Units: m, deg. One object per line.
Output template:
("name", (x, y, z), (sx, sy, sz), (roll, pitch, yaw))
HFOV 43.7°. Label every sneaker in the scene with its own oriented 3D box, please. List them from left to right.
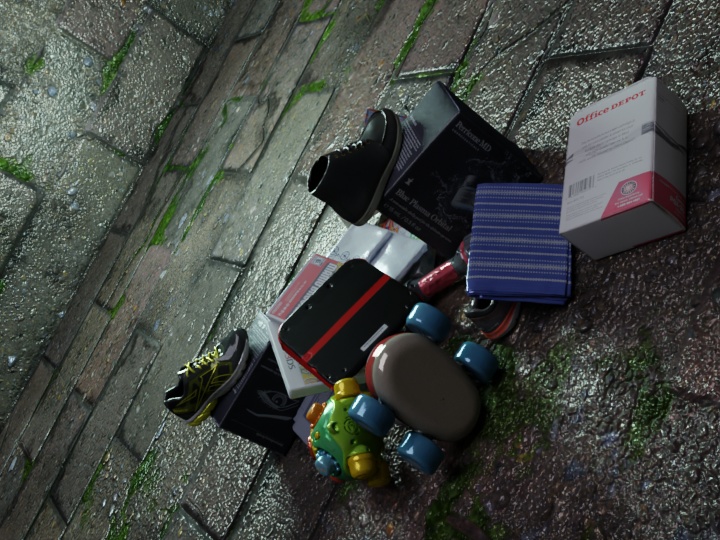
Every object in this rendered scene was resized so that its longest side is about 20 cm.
("sneaker", (-0.266, 0.179, 1.554), (0.201, 0.084, 0.074), (-56, 30, 7))
("sneaker", (-0.006, -0.178, 1.355), (0.074, 0.106, 0.202), (-14, 53, 49))
("sneaker", (0.205, -0.006, 1.298), (0.077, 0.082, 0.202), (-7, 57, 54))

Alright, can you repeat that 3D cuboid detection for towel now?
("towel", (0.228, -0.041, 1.278), (0.143, 0.024, 0.202), (3, 56, 12))

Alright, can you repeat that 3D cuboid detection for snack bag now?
("snack bag", (0.000, 0.000, 1.528), (0.189, 0.021, 0.199), (-49, 38, -15))

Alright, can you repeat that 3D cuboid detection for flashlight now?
("flashlight", (0.133, 0.008, 1.415), (0.199, 0.067, 0.068), (-35, 38, 34))

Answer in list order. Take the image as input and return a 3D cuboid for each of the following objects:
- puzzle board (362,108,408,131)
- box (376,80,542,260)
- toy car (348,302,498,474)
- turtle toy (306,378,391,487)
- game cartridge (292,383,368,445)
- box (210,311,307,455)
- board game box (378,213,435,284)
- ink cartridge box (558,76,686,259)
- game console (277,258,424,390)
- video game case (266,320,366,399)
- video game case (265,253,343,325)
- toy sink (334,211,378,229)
("puzzle board", (0.097, -0.206, 1.552), (0.017, 0.198, 0.152), (107, 175, -58))
("box", (0.139, -0.149, 1.415), (0.200, 0.196, 0.118), (-48, 32, 18))
("toy car", (0.063, 0.167, 1.292), (0.185, 0.176, 0.200), (-56, 15, -17))
("turtle toy", (-0.019, 0.254, 1.325), (0.100, 0.200, 0.147), (-18, 64, 10))
("game cartridge", (-0.037, 0.209, 1.523), (0.201, 0.041, 0.133), (-60, 26, 0))
("box", (-0.159, 0.202, 1.602), (0.201, 0.147, 0.104), (-57, 29, 2))
("board game box", (0.080, -0.051, 1.581), (0.134, 0.034, 0.202), (-27, 42, 43))
("ink cartridge box", (0.351, -0.135, 1.192), (0.146, 0.082, 0.202), (-22, 46, 47))
("game console", (-0.020, 0.078, 1.404), (0.200, 0.031, 0.176), (-45, 48, -14))
("video game case", (-0.040, 0.123, 1.467), (0.182, 0.198, 0.023), (-118, 21, -52))
("video game case", (-0.046, 0.052, 1.470), (0.199, 0.018, 0.143), (20, 63, 39))
("toy sink", (0.039, -0.186, 1.637), (0.199, 0.112, 0.130), (-32, 11, 37))
